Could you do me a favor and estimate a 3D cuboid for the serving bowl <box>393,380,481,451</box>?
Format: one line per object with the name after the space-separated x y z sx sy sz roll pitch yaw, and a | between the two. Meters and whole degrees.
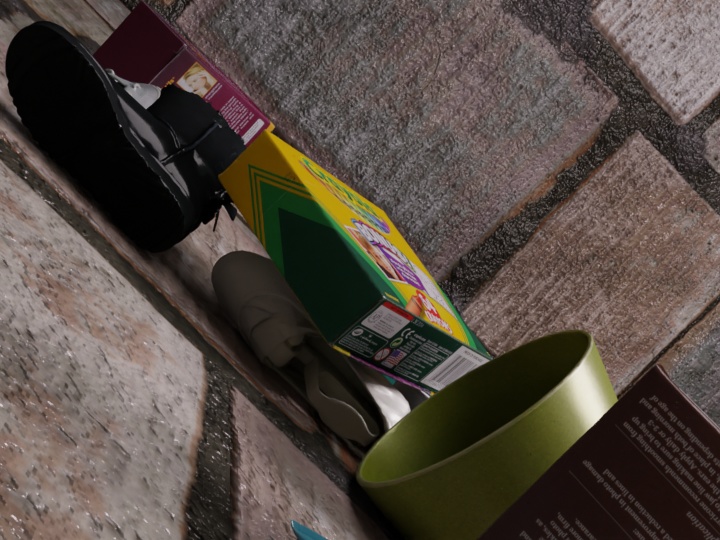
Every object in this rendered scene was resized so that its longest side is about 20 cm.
0.092 0.172 1.051 0.199 0.066 0.200 37 -3 2 | serving bowl

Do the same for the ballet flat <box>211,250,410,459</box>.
-0.037 0.066 0.957 0.200 0.069 0.069 46 4 -8 | ballet flat

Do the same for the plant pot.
0.125 0.176 0.873 0.201 0.186 0.187 59 3 -6 | plant pot

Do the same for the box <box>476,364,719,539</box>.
0.124 0.159 0.679 0.100 0.200 0.075 47 3 24 | box

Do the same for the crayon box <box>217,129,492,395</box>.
0.000 0.000 0.978 0.173 0.058 0.200 56 13 29 | crayon box

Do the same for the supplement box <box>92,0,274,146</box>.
-0.192 -0.176 1.342 0.086 0.110 0.200 47 4 29 | supplement box

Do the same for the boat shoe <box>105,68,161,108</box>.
-0.210 -0.141 1.107 0.072 0.070 0.201 50 6 -22 | boat shoe

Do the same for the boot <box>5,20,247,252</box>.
-0.164 -0.110 0.969 0.199 0.073 0.163 52 24 -6 | boot

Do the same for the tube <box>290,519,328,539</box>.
0.037 0.194 0.596 0.200 0.050 0.078 43 -6 40 | tube

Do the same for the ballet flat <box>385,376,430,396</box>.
0.071 0.150 1.221 0.200 0.073 0.073 41 3 20 | ballet flat
